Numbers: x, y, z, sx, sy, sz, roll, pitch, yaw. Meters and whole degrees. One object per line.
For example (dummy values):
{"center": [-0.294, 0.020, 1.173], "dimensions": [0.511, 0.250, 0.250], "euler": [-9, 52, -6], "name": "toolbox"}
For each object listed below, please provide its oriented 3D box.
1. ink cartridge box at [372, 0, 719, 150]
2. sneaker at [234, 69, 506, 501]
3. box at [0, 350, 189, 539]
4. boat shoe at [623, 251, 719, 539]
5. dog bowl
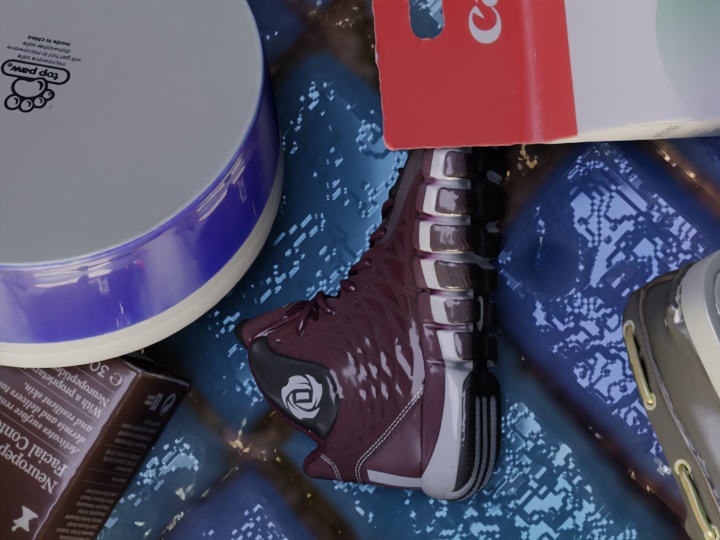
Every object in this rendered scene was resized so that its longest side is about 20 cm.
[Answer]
{"center": [0.105, -0.136, 1.262], "dimensions": [0.200, 0.050, 0.161], "euler": [-3, 80, -15], "name": "ink cartridge box"}
{"center": [0.000, 0.000, 1.301], "dimensions": [0.115, 0.076, 0.200], "euler": [-1, 82, 18], "name": "sneaker"}
{"center": [-0.176, 0.106, 1.334], "dimensions": [0.100, 0.075, 0.200], "euler": [32, 93, 17], "name": "box"}
{"center": [0.167, 0.093, 1.241], "dimensions": [0.060, 0.072, 0.202], "euler": [-22, 86, 45], "name": "boat shoe"}
{"center": [-0.136, -0.061, 1.301], "dimensions": [0.200, 0.079, 0.200], "euler": [-2, 56, 3], "name": "dog bowl"}
